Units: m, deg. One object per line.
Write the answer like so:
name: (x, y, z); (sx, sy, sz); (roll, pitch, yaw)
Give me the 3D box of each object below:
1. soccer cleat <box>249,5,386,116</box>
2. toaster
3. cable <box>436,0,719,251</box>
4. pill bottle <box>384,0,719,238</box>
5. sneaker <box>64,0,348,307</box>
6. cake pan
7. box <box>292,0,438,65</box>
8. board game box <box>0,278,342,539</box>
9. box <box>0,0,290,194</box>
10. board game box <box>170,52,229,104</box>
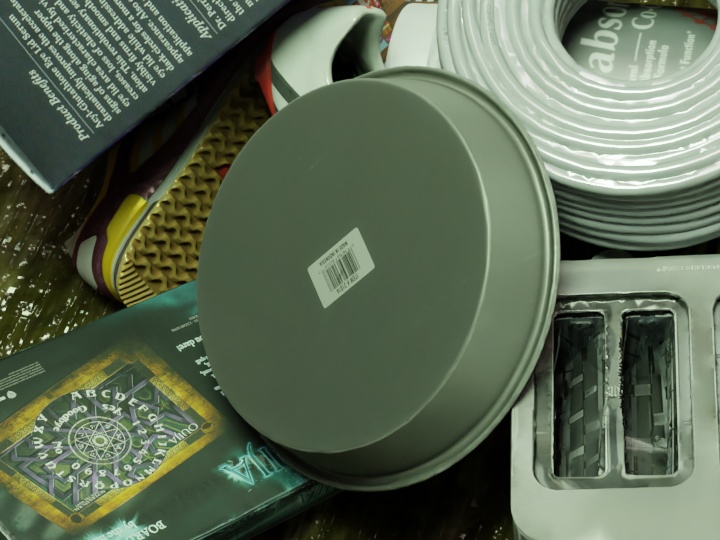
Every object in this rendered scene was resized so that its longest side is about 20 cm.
soccer cleat: (0.007, -0.035, 1.123); (0.068, 0.085, 0.201); (-17, 90, -42)
toaster: (0.155, 0.087, 1.037); (0.180, 0.119, 0.201); (-2, 54, 9)
cable: (0.135, -0.112, 1.072); (0.199, 0.069, 0.200); (-31, 64, -3)
pill bottle: (0.117, -0.081, 1.166); (0.199, 0.116, 0.116); (6, 56, 14)
sneaker: (-0.083, -0.072, 1.200); (0.200, 0.075, 0.090); (-51, 41, -9)
cake pan: (0.000, 0.000, 1.043); (0.200, 0.037, 0.201); (-9, 75, 37)
box: (0.026, -0.188, 1.258); (0.200, 0.039, 0.137); (-31, 98, -13)
board game box: (-0.102, 0.081, 1.083); (0.200, 0.028, 0.135); (-23, 59, -38)
box: (-0.106, -0.148, 1.145); (0.200, 0.148, 0.104); (-38, 99, 10)
board game box: (-0.111, -0.189, 1.316); (0.199, 0.062, 0.200); (12, 57, 17)
